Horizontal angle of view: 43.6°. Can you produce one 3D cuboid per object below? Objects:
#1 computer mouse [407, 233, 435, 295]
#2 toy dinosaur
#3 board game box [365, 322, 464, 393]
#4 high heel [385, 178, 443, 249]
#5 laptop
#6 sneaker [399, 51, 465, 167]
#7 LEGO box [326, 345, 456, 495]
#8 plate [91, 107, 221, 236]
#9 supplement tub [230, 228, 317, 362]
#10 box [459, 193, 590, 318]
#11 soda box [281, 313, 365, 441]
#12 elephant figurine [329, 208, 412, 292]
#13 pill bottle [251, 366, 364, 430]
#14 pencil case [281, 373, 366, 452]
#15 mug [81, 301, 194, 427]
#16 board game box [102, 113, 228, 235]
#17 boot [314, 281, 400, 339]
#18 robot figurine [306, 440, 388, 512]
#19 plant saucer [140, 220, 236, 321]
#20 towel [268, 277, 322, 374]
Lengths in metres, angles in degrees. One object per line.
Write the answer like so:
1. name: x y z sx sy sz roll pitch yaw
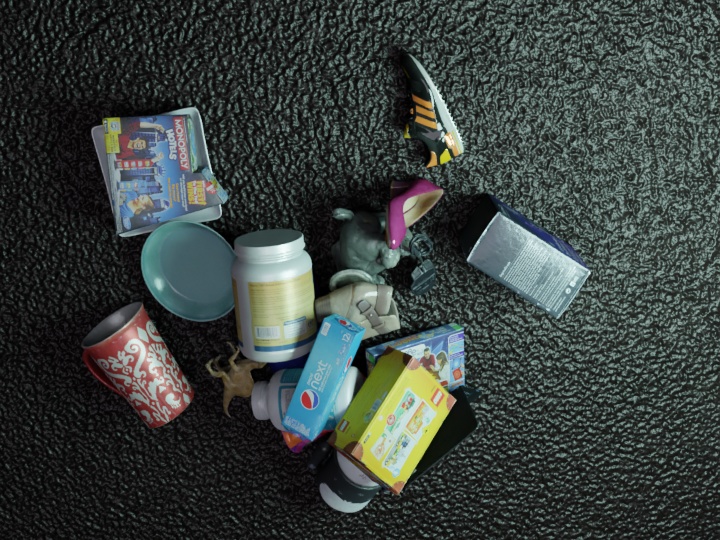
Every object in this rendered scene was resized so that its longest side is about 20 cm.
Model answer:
1. computer mouse: 0.102 -0.014 1.597 0.058 0.201 0.034 -33 63 -11
2. toy dinosaur: -0.244 0.203 1.695 0.101 0.058 0.201 42 123 8
3. board game box: 0.105 0.187 1.668 0.196 0.034 0.139 -13 112 -26
4. high heel: 0.092 -0.099 1.544 0.094 0.202 0.068 4 130 5
5. laptop: 0.156 0.307 1.660 0.177 0.199 0.104 -41 64 12
6. sneaker: 0.103 -0.273 1.554 0.089 0.070 0.202 -29 107 6
7. LEGO box: 0.058 0.262 1.576 0.149 0.077 0.202 46 71 -35
8. plate: -0.359 -0.176 1.606 0.195 0.032 0.204 -10 106 3
9. supplement tub: -0.150 0.042 1.568 0.141 0.145 0.205 -3 106 1
10. box: 0.285 -0.029 1.590 0.198 0.148 0.105 31 105 -10
11. soda box: -0.063 0.180 1.528 0.063 0.068 0.203 26 102 11
12. elephant figurine: 0.000 0.000 1.619 0.155 0.141 0.202 43 122 17
13. pill bottle: -0.096 0.234 1.636 0.195 0.111 0.113 -3 108 16
14. pencil case: -0.059 0.271 1.719 0.197 0.089 0.090 -26 106 8
15. mug: -0.416 0.178 1.688 0.133 0.176 0.202 -41 111 -25
16. board game box: -0.333 -0.170 1.560 0.195 0.062 0.205 -2 107 -1
17. boot: -0.001 0.101 1.605 0.143 0.071 0.202 -7 137 1
18. robot figurine: -0.011 0.378 1.715 0.126 0.148 0.201 57 138 24
19. plant saucer: -0.302 -0.004 1.640 0.195 0.036 0.204 5 118 10
20. towel: -0.132 0.089 1.684 0.145 0.050 0.203 -23 106 1
